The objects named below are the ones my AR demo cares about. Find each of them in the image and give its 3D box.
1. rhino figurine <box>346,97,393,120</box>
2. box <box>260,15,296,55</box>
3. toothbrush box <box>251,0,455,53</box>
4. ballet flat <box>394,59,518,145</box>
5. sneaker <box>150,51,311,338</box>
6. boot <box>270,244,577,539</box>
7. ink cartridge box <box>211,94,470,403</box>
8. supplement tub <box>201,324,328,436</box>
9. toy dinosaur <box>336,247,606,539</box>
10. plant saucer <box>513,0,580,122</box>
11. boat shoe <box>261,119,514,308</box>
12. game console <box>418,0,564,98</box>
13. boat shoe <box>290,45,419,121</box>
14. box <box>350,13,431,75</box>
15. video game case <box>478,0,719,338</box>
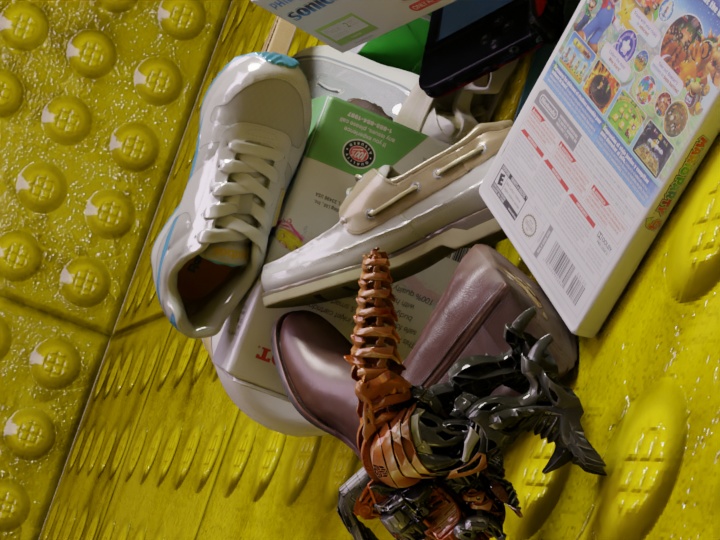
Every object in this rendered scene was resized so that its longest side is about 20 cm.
[{"bbox_3d":[-0.055,-0.058,1.290,0.200,0.060,0.087,-37,10,-12],"label":"rhino figurine"},{"bbox_3d":[-0.095,-0.109,1.409,0.200,0.021,0.164,-78,13,-57],"label":"box"},{"bbox_3d":[0.019,-0.268,1.195,0.145,0.086,0.201,-16,53,54],"label":"toothbrush box"},{"bbox_3d":[0.077,-0.129,1.302,0.070,0.069,0.201,-108,42,-70],"label":"ballet flat"},{"bbox_3d":[-0.079,-0.048,1.155,0.081,0.076,0.201,-108,35,-54],"label":"sneaker"},{"bbox_3d":[0.035,0.039,1.063,0.187,0.064,0.200,52,137,24],"label":"boot"},{"bbox_3d":[0.000,0.000,1.218,0.084,0.144,0.201,-171,102,-76],"label":"ink cartridge box"},{"bbox_3d":[-0.052,0.037,1.372,0.200,0.145,0.146,-137,69,-76],"label":"supplement tub"},{"bbox_3d":[0.046,0.087,0.905,0.102,0.135,0.201,-110,-1,-49],"label":"toy dinosaur"},{"bbox_3d":[0.132,-0.139,1.183,0.070,0.019,0.201,152,137,-70],"label":"plant saucer"},{"bbox_3d":[0.023,-0.033,1.122,0.075,0.199,0.069,7,-116,-74],"label":"boat shoe"},{"bbox_3d":[0.087,-0.247,1.210,0.172,0.119,0.201,-24,39,37],"label":"game console"},{"bbox_3d":[-0.015,-0.129,1.416,0.071,0.070,0.200,-39,34,-25],"label":"boat shoe"},{"bbox_3d":[0.052,-0.233,1.475,0.200,0.096,0.177,137,151,-62],"label":"box"},{"bbox_3d":[0.140,-0.084,0.971,0.201,0.018,0.143,-63,33,26],"label":"video game case"}]
